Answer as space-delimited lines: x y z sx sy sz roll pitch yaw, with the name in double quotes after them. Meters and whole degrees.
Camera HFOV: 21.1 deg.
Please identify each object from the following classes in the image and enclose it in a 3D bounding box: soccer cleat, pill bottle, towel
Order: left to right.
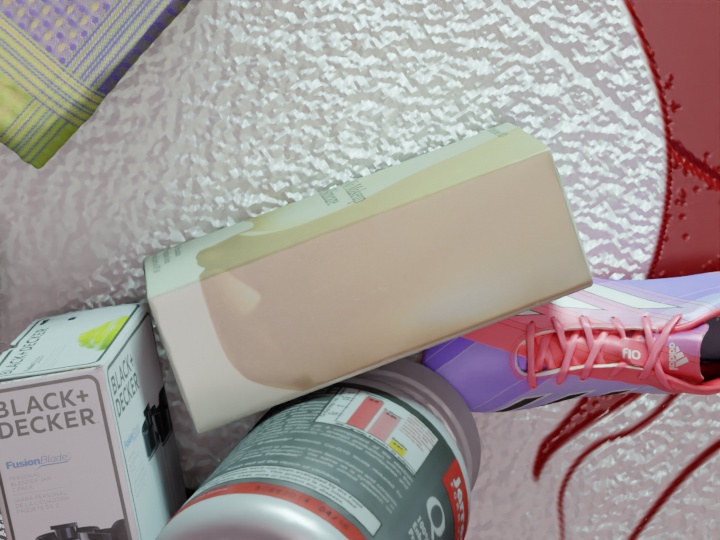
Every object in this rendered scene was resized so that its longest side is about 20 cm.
-0.134 -0.163 0.869 0.143 0.023 0.200 39 93 -9 "towel"
-0.014 0.118 0.885 0.115 0.200 0.117 6 111 17 "pill bottle"
0.130 0.037 0.961 0.198 0.076 0.067 -6 102 -7 "soccer cleat"

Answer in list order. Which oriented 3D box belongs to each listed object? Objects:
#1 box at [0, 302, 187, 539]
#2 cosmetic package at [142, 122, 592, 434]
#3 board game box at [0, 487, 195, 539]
-0.117 0.127 0.893 0.060 0.117 0.202 -9 101 6 "box"
0.000 0.000 0.924 0.198 0.105 0.072 -21 103 -5 "cosmetic package"
-0.128 0.167 0.977 0.198 0.028 0.136 21 97 -10 "board game box"
